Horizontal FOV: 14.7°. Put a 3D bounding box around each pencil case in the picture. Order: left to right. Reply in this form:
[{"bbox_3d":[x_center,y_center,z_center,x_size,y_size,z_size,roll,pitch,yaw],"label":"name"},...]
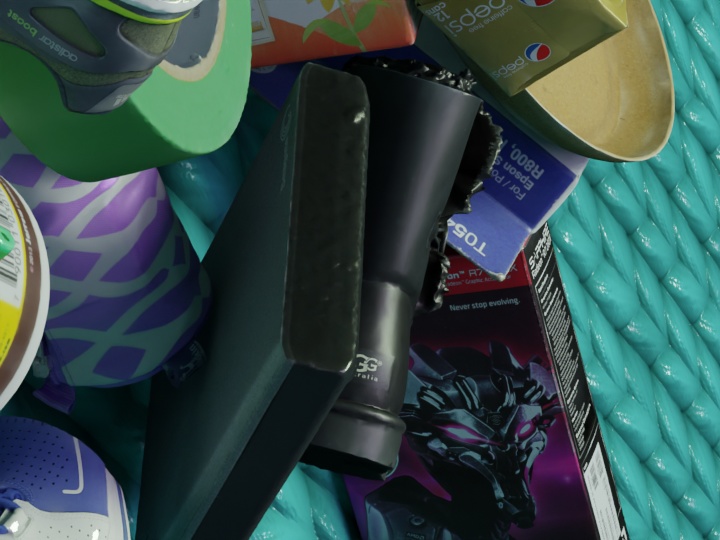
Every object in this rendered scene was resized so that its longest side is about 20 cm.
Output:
[{"bbox_3d":[-0.127,-0.041,1.057,0.085,0.084,0.201,-39,128,-19],"label":"pencil case"}]

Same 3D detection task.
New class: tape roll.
[{"bbox_3d":[-0.098,-0.134,0.985,0.200,0.048,0.202,-13,90,-74],"label":"tape roll"}]

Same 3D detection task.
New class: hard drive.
[{"bbox_3d":[-0.044,0.033,1.101,0.200,0.033,0.140,121,-22,-49],"label":"hard drive"}]

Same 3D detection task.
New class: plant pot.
[{"bbox_3d":[0.074,-0.133,1.266,0.200,0.027,0.201,38,36,-34],"label":"plant pot"}]

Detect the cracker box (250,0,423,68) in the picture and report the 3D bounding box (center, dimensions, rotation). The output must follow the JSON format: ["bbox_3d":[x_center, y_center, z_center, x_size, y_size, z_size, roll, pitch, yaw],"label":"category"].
[{"bbox_3d":[-0.058,-0.182,1.133,0.058,0.133,0.201,-73,153,-58],"label":"cracker box"}]

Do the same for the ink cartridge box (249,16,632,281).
[{"bbox_3d":[0.031,-0.115,1.304,0.196,0.043,0.200,38,37,-4],"label":"ink cartridge box"}]

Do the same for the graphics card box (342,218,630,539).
[{"bbox_3d":[0.048,0.070,1.349,0.051,0.125,0.201,-62,141,-57],"label":"graphics card box"}]

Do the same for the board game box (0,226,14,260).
[{"bbox_3d":[-0.188,-0.104,0.826,0.200,0.026,0.200,43,14,-39],"label":"board game box"}]

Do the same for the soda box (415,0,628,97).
[{"bbox_3d":[0.068,-0.173,1.200,0.068,0.064,0.201,40,35,-33],"label":"soda box"}]

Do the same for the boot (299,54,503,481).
[{"bbox_3d":[0.000,0.000,1.193,0.200,0.076,0.169,146,-40,-80],"label":"boot"}]

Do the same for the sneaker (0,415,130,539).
[{"bbox_3d":[-0.151,0.121,0.975,0.115,0.080,0.200,63,35,-43],"label":"sneaker"}]

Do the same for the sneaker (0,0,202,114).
[{"bbox_3d":[-0.134,-0.119,0.857,0.074,0.200,0.081,-34,156,-53],"label":"sneaker"}]

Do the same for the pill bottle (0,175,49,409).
[{"bbox_3d":[-0.190,-0.012,0.877,0.200,0.109,0.110,32,58,-59],"label":"pill bottle"}]
